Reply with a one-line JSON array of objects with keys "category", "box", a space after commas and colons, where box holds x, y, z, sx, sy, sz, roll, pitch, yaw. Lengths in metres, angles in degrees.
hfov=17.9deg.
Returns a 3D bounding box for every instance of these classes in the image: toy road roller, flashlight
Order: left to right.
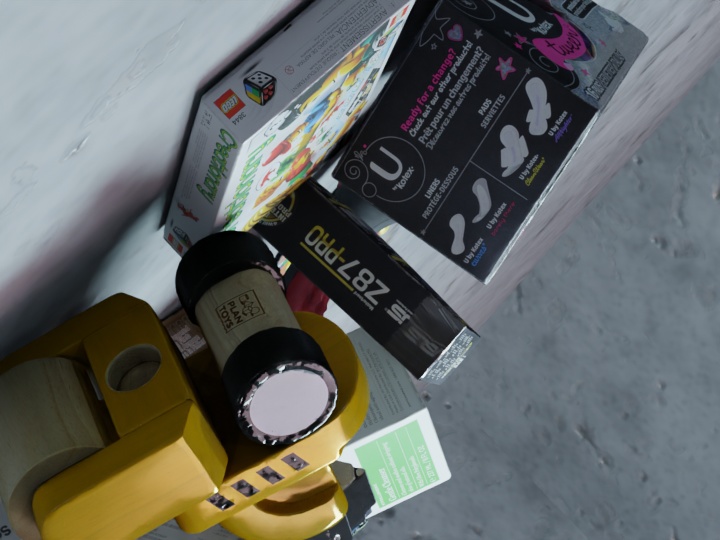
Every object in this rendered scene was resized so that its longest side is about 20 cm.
[{"category": "toy road roller", "box": [-0.089, 0.092, 1.220, 0.199, 0.123, 0.146, -28, 131, -2]}, {"category": "flashlight", "box": [-0.013, -0.008, 1.548, 0.201, 0.068, 0.068, -58, 174, 9]}]

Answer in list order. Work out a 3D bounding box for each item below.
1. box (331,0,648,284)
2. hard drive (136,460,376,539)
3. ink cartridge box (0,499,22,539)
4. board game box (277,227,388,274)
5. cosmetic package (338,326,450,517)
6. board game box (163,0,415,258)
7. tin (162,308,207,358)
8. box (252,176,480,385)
[{"category": "box", "box": [0.081, -0.101, 1.366, 0.133, 0.114, 0.200, -58, 177, 23]}, {"category": "hard drive", "box": [-0.103, 0.167, 1.283, 0.139, 0.038, 0.200, 10, -143, 43]}, {"category": "ink cartridge box", "box": [-0.221, 0.161, 1.376, 0.146, 0.083, 0.200, -40, 172, -33]}, {"category": "board game box", "box": [0.019, -0.053, 1.728, 0.200, 0.039, 0.158, -46, 173, 11]}, {"category": "cosmetic package", "box": [-0.051, 0.128, 1.532, 0.199, 0.085, 0.108, -27, 147, -2]}, {"category": "board game box", "box": [-0.042, -0.080, 1.217, 0.126, 0.035, 0.200, -42, 173, -20]}, {"category": "tin", "box": [-0.150, 0.081, 1.539, 0.112, 0.042, 0.200, -54, 169, 33]}, {"category": "box", "box": [0.000, 0.000, 1.411, 0.049, 0.161, 0.200, -49, 174, 1]}]
